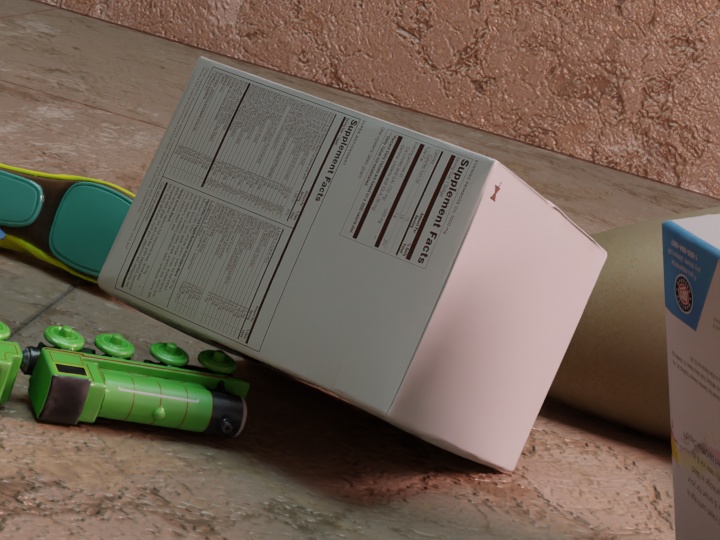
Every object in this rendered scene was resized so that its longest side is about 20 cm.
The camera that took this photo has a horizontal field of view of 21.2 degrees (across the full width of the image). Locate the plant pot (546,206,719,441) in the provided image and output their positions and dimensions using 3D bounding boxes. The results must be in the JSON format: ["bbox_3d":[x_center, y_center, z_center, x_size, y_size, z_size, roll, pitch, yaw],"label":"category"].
[{"bbox_3d":[0.213,0.038,1.304,0.199,0.188,0.187,3,10,6],"label":"plant pot"}]

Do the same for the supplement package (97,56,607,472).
[{"bbox_3d":[0.000,0.000,1.100,0.199,0.148,0.191,22,-4,29],"label":"supplement package"}]

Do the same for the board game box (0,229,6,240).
[{"bbox_3d":[-0.308,-0.020,1.150,0.157,0.039,0.200,-6,23,-29],"label":"board game box"}]

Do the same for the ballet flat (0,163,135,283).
[{"bbox_3d":[-0.204,-0.032,1.314,0.199,0.067,0.067,18,-10,18],"label":"ballet flat"}]

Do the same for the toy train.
[{"bbox_3d":[-0.147,0.057,1.009,0.199,0.042,0.056,10,22,-26],"label":"toy train"}]

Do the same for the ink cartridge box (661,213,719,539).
[{"bbox_3d":[0.243,0.078,0.943,0.145,0.201,0.147,-8,17,-12],"label":"ink cartridge box"}]
